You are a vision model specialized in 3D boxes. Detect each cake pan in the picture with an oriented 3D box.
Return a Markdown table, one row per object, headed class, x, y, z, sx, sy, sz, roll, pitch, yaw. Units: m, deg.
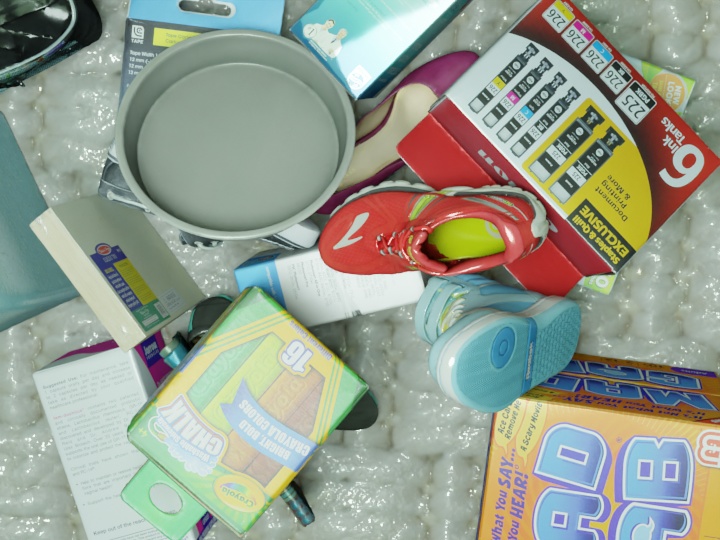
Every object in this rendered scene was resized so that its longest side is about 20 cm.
| class | x | y | z | sx | sy | sz | roll | pitch | yaw |
| --- | --- | --- | --- | --- | --- | --- | --- | --- | --- |
| cake pan | -0.104 | -0.109 | 1.119 | 0.199 | 0.037 | 0.201 | 1 | 65 | -2 |

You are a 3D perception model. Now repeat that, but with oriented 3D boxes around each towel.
| class | x | y | z | sx | sy | sz | roll | pitch | yaw |
| --- | --- | --- | --- | --- | --- | --- | --- | --- | --- |
| towel | -0.113 | 0.142 | 1.214 | 0.022 | 0.147 | 0.200 | -38 | 93 | -5 |

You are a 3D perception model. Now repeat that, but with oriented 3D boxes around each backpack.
| class | x | y | z | sx | sy | sz | roll | pitch | yaw |
| --- | --- | --- | --- | --- | --- | --- | --- | --- | --- |
| backpack | -0.348 | -0.237 | 1.182 | 0.199 | 0.151 | 0.178 | -28 | 91 | 3 |

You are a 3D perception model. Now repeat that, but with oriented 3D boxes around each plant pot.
| class | x | y | z | sx | sy | sz | roll | pitch | yaw |
| --- | --- | --- | --- | --- | --- | --- | --- | --- | --- |
| plant pot | -0.401 | -0.013 | 1.198 | 0.196 | 0.200 | 0.196 | -24 | 95 | 10 |

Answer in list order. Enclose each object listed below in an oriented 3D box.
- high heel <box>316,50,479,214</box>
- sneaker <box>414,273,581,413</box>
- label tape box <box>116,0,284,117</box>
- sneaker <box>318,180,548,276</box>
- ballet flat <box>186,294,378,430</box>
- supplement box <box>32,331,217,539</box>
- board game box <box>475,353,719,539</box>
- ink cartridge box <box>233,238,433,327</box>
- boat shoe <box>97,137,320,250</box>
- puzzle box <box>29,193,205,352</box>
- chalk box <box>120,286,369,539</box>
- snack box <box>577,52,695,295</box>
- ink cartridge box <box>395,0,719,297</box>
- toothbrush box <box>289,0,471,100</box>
| class | x | y | z | sx | sy | sz | roll | pitch | yaw |
| --- | --- | --- | --- | --- | --- | --- | --- | --- | --- |
| high heel | 0.030 | -0.120 | 1.179 | 0.067 | 0.096 | 0.200 | 45 | 101 | -1 |
| sneaker | 0.078 | 0.052 | 1.061 | 0.130 | 0.200 | 0.080 | 17 | 104 | 31 |
| label tape box | -0.142 | -0.159 | 1.212 | 0.143 | 0.066 | 0.201 | 8 | 97 | 5 |
| sneaker | 0.048 | -0.029 | 1.064 | 0.199 | 0.085 | 0.077 | -7 | 107 | 27 |
| ballet flat | -0.078 | 0.101 | 1.235 | 0.200 | 0.068 | 0.068 | 32 | 126 | 0 |
| supplement box | -0.216 | 0.166 | 1.251 | 0.103 | 0.101 | 0.201 | -18 | 96 | 9 |
| board game box | 0.205 | 0.191 | 1.151 | 0.199 | 0.200 | 0.201 | 7 | 100 | 6 |
| ink cartridge box | 0.000 | 0.000 | 1.191 | 0.199 | 0.116 | 0.068 | -13 | 97 | 9 |
| boat shoe | -0.134 | -0.051 | 1.160 | 0.199 | 0.072 | 0.068 | 22 | 100 | 3 |
| puzzle box | -0.208 | -0.006 | 1.174 | 0.025 | 0.200 | 0.133 | -36 | 92 | 11 |
| chalk box | -0.108 | 0.126 | 1.078 | 0.124 | 0.124 | 0.200 | 40 | 84 | -5 |
| snack box | 0.191 | -0.098 | 1.184 | 0.142 | 0.053 | 0.201 | 20 | 100 | 2 |
| ink cartridge box | 0.159 | -0.094 | 1.095 | 0.200 | 0.084 | 0.176 | 45 | 83 | -3 |
| toothbrush box | 0.047 | -0.243 | 1.134 | 0.085 | 0.146 | 0.200 | 45 | 100 | -1 |
